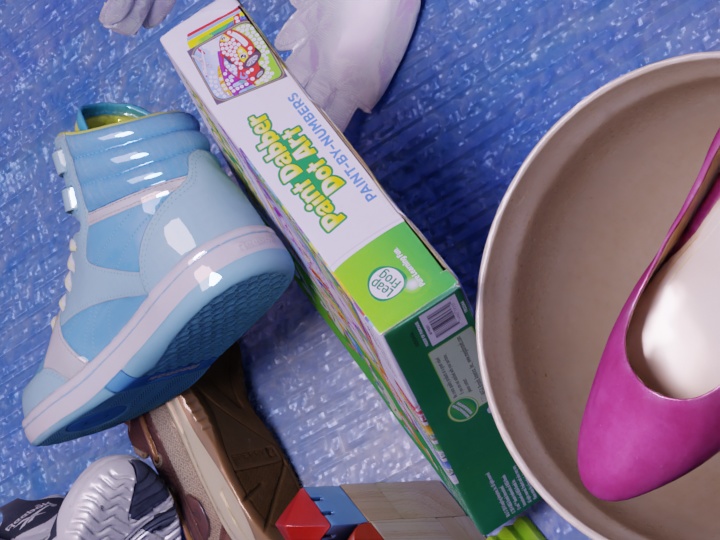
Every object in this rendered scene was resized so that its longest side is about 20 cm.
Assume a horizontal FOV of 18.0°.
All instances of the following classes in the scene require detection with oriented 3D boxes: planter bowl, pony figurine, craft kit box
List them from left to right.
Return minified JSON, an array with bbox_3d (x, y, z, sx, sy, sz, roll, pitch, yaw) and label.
[{"bbox_3d":[-0.033,-0.186,1.119,0.193,0.166,0.200,-52,42,17],"label":"pony figurine"},{"bbox_3d":[0.000,0.000,1.032,0.048,0.200,0.198,-32,55,-3],"label":"craft kit box"},{"bbox_3d":[0.166,0.020,0.920,0.200,0.135,0.201,-4,83,32],"label":"planter bowl"}]

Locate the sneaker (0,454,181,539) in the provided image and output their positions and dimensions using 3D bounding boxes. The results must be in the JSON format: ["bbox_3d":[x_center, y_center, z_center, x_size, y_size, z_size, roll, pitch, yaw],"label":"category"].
[{"bbox_3d":[-0.161,0.147,1.218,0.130,0.079,0.199,48,148,37],"label":"sneaker"}]

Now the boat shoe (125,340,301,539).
[{"bbox_3d":[-0.097,0.075,1.196,0.072,0.072,0.200,-40,69,30],"label":"boat shoe"}]

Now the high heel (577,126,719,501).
[{"bbox_3d":[0.125,0.000,0.812,0.067,0.096,0.200,46,108,27],"label":"high heel"}]

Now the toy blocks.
[{"bbox_3d":[0.023,0.168,1.041,0.200,0.137,0.100,50,118,31],"label":"toy blocks"}]

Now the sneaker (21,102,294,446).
[{"bbox_3d":[-0.120,-0.005,1.109,0.200,0.079,0.131,-40,72,39],"label":"sneaker"}]
